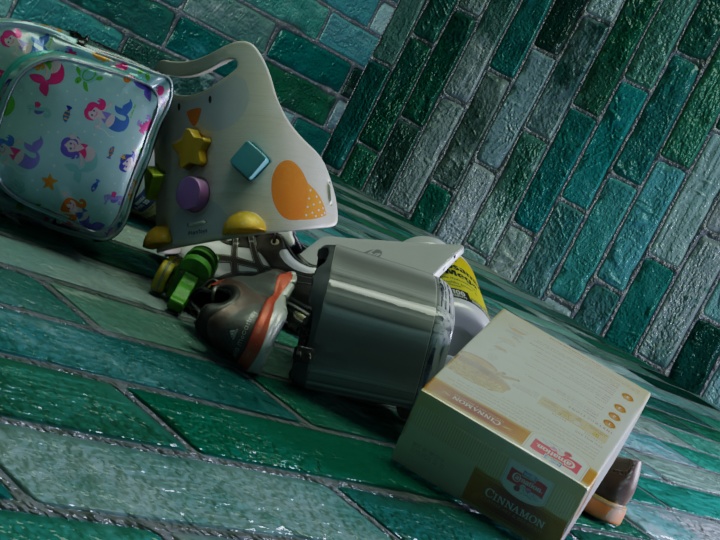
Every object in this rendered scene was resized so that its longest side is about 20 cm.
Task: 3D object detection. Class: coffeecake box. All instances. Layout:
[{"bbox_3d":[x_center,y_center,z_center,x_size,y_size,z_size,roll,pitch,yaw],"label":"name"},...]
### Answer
[{"bbox_3d":[0.138,0.128,1.243,0.153,0.074,0.200,30,28,14],"label":"coffeecake box"}]

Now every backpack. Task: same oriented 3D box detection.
[{"bbox_3d":[-0.282,-0.129,1.320,0.198,0.179,0.150,21,3,-20],"label":"backpack"}]

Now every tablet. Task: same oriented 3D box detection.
[{"bbox_3d":[0.000,0.000,1.591,0.198,0.014,0.130,5,34,38],"label":"tablet"}]

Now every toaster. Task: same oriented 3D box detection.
[{"bbox_3d":[0.011,0.051,1.308,0.128,0.115,0.200,13,11,-1],"label":"toaster"}]

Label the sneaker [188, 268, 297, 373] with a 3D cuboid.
[{"bbox_3d":[-0.106,0.027,1.289,0.081,0.078,0.200,24,6,-5],"label":"sneaker"}]

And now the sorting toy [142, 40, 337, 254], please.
[{"bbox_3d":[-0.139,-0.116,1.397,0.198,0.182,0.106,-9,-2,33],"label":"sorting toy"}]

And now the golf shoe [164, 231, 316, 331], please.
[{"bbox_3d":[-0.111,-0.015,1.521,0.198,0.095,0.078,26,7,-3],"label":"golf shoe"}]

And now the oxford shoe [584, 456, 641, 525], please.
[{"bbox_3d":[0.191,0.167,1.451,0.199,0.073,0.071,32,8,36],"label":"oxford shoe"}]

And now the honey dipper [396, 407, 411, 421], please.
[{"bbox_3d":[0.013,0.102,1.411,0.038,0.038,0.199,22,5,-45],"label":"honey dipper"}]

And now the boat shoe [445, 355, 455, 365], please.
[{"bbox_3d":[0.133,0.149,1.369,0.199,0.072,0.066,34,4,35],"label":"boat shoe"}]

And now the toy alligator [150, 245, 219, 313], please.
[{"bbox_3d":[-0.151,0.001,1.386,0.059,0.055,0.200,28,6,-2],"label":"toy alligator"}]

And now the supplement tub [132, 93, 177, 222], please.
[{"bbox_3d":[-0.186,-0.110,1.721,0.199,0.146,0.144,24,7,-30],"label":"supplement tub"}]

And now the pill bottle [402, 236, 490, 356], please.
[{"bbox_3d":[0.077,0.042,1.605,0.112,0.113,0.200,26,20,-17],"label":"pill bottle"}]

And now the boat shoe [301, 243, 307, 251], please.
[{"bbox_3d":[-0.027,0.031,1.678,0.199,0.057,0.067,33,6,35],"label":"boat shoe"}]
